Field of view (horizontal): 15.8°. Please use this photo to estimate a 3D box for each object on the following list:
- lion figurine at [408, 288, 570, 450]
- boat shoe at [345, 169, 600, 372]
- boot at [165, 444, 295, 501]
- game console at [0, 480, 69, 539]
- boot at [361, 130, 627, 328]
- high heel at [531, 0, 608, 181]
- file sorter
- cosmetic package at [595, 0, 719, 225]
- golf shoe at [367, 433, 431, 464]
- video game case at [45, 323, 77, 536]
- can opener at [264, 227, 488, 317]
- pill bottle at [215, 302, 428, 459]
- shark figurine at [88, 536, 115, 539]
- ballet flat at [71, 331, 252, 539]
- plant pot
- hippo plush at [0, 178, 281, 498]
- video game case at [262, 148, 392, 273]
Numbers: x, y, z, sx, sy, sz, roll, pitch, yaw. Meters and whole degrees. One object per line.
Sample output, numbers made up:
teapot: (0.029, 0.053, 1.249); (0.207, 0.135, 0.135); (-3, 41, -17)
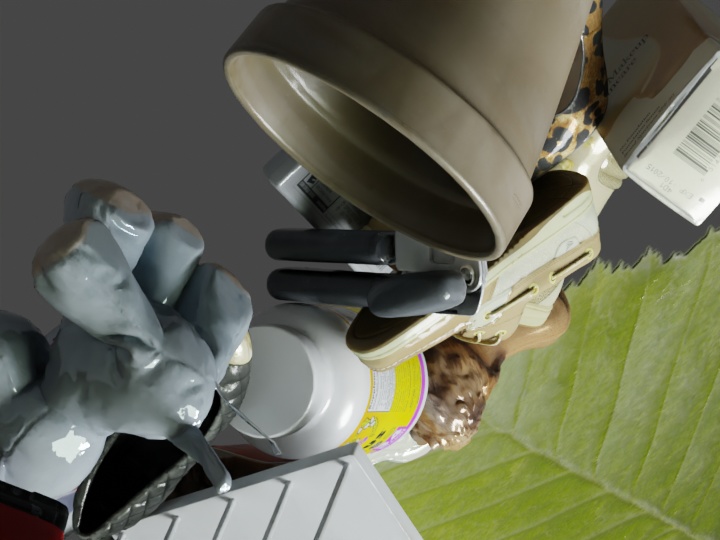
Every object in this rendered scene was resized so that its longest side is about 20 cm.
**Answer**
lion figurine: (0.095, 0.044, 1.895); (0.199, 0.123, 0.073); (-32, 152, -22)
boat shoe: (0.081, 0.013, 1.699); (0.199, 0.074, 0.067); (-34, 118, -16)
boot: (-0.033, 0.156, 1.784); (0.107, 0.199, 0.076); (-7, 108, -49)
game console: (-0.274, 0.154, 1.447); (0.119, 0.199, 0.173); (-78, -167, -54)
boot: (0.098, -0.049, 1.775); (0.199, 0.073, 0.156); (18, 109, -47)
high heel: (0.114, -0.153, 1.675); (0.142, 0.071, 0.201); (28, 94, -53)
file sorter: (-0.064, 0.225, 1.669); (0.199, 0.139, 0.125); (-19, -152, 29)
cosmetic package: (0.208, -0.121, 1.734); (0.071, 0.200, 0.105); (34, 103, -19)
golf shoe: (0.009, 0.102, 1.921); (0.199, 0.075, 0.092); (-32, 148, -24)
video game case: (-0.179, 0.096, 1.693); (0.182, 0.023, 0.200); (-40, 153, -7)
can opener: (0.000, 0.000, 1.645); (0.067, 0.199, 0.054); (-7, 97, -43)
pill bottle: (-0.030, 0.075, 1.753); (0.104, 0.104, 0.200); (-49, 164, 11)
shark figurine: (-0.181, 0.230, 1.760); (0.214, 0.090, 0.128); (-42, -179, -42)
ballet flat: (-0.124, 0.101, 1.653); (0.201, 0.066, 0.057); (-58, 178, 33)
plant pot: (0.048, -0.133, 1.531); (0.174, 0.199, 0.200); (-54, 155, -12)
hippo plush: (-0.157, 0.063, 1.549); (0.160, 0.201, 0.159); (-34, 178, 25)
video game case: (0.037, -0.088, 1.739); (0.182, 0.023, 0.200); (-43, 152, 0)
